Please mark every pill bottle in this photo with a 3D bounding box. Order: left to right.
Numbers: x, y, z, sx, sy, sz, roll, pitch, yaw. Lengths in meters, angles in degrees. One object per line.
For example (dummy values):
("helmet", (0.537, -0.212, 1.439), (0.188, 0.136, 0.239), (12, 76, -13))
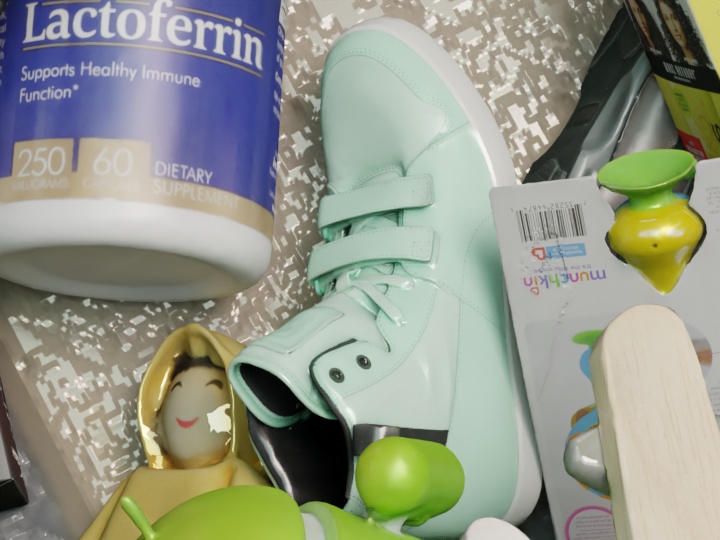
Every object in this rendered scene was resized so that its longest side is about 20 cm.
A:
("pill bottle", (-0.085, -0.096, 1.077), (0.115, 0.116, 0.202), (3, 78, -1))

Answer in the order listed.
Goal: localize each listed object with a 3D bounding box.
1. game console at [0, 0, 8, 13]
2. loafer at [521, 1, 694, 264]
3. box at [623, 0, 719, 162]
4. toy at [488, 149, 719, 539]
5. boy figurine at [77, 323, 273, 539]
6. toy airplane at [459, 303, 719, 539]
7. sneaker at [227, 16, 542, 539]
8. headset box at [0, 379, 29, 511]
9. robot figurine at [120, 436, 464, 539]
("game console", (-0.181, -0.159, 1.043), (0.175, 0.117, 0.201), (-8, 44, -2))
("loafer", (0.119, -0.061, 1.108), (0.063, 0.072, 0.201), (32, 85, -15))
("box", (0.157, -0.038, 1.052), (0.050, 0.075, 0.201), (-29, 108, -10))
("toy", (0.122, 0.047, 1.050), (0.114, 0.047, 0.201), (-7, 117, 14))
("boy figurine", (-0.069, 0.110, 1.039), (0.064, 0.124, 0.201), (41, 58, -35))
("toy airplane", (0.119, 0.127, 0.875), (0.198, 0.141, 0.200), (28, 65, 18))
("sneaker", (0.000, 0.000, 1.041), (0.118, 0.073, 0.202), (-1, 74, -48))
("headset box", (-0.219, 0.005, 1.071), (0.148, 0.075, 0.201), (-14, 79, -5))
("robot figurine", (-0.002, 0.142, 0.936), (0.199, 0.116, 0.176), (22, 92, -17))
